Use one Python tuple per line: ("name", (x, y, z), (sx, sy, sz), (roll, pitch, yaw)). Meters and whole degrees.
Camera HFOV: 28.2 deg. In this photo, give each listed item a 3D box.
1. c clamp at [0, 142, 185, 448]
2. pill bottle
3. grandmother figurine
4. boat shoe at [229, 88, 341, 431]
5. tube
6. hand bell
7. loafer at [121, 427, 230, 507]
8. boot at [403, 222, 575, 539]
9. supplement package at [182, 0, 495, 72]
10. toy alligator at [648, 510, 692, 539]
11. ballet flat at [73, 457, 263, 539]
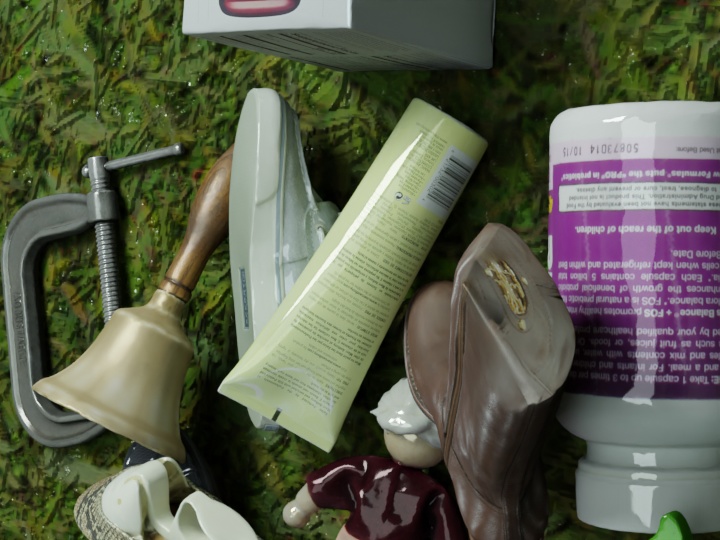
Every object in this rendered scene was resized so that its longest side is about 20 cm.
("c clamp", (-0.188, 0.021, 0.975), (0.169, 0.027, 0.202), (-3, 88, 33))
("pill bottle", (0.147, 0.022, 0.706), (0.111, 0.112, 0.202), (0, 90, 33))
("grandmother figurine", (0.012, 0.153, 0.831), (0.120, 0.061, 0.202), (19, 98, 7))
("boat shoe", (-0.037, -0.007, 0.857), (0.070, 0.071, 0.203), (-170, 77, -71))
("tube", (0.000, 0.000, 0.811), (0.058, 0.052, 0.201), (31, 93, 24))
("hand bell", (-0.111, 0.006, 0.887), (0.103, 0.104, 0.201), (21, 81, 31))
("loafer", (-0.102, 0.194, 0.899), (0.071, 0.063, 0.201), (-27, 57, 11))
("boot", (0.059, 0.028, 0.703), (0.064, 0.201, 0.188), (-15, 54, -5))
("supplement package", (-0.003, -0.218, 0.777), (0.110, 0.155, 0.202), (4, 92, 32))
("toy alligator", (0.109, 0.204, 0.647), (0.054, 0.059, 0.202), (11, 95, 33))
("ballet flat", (-0.097, 0.152, 0.832), (0.199, 0.068, 0.076), (26, 141, 34))
